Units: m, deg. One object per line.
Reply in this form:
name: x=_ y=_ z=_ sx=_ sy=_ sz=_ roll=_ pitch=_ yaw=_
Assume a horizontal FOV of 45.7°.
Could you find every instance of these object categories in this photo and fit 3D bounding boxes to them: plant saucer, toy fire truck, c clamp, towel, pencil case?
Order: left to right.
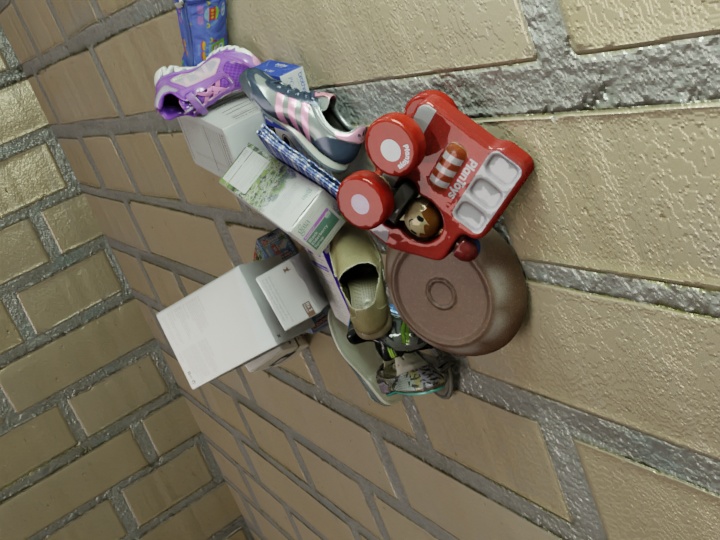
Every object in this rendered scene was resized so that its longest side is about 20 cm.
pencil case: x=-0.251 y=-0.388 z=1.348 sx=0.078 sy=0.087 sz=0.200 roll=34 pitch=151 yaw=15
towel: x=-0.055 y=-0.129 z=1.209 sx=0.200 sy=0.024 sz=0.145 roll=37 pitch=177 yaw=6
c clamp: x=0.085 y=0.104 z=1.308 sx=0.200 sy=0.027 sz=0.171 roll=54 pitch=156 yaw=15
toy fire truck: x=0.081 y=-0.092 z=0.960 sx=0.168 sy=0.112 sz=0.200 roll=39 pitch=131 yaw=10
plant saucer: x=0.107 y=0.023 z=1.058 sx=0.200 sy=0.037 sz=0.201 roll=16 pitch=120 yaw=30

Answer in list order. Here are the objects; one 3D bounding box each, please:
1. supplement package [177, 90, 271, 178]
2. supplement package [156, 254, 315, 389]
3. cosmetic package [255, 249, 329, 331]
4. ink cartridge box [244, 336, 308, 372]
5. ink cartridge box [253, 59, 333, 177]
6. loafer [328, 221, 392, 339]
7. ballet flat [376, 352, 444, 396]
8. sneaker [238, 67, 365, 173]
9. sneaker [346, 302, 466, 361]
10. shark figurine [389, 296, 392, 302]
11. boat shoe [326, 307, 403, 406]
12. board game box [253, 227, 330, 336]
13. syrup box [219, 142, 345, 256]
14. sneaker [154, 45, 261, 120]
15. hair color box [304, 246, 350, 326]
supplement package: x=-0.206 y=-0.225 z=1.412 sx=0.200 sy=0.109 sz=0.114 roll=30 pitch=144 yaw=50
supplement package: x=-0.220 y=0.090 z=1.523 sx=0.199 sy=0.151 sz=0.152 roll=-28 pitch=87 yaw=24
cosmetic package: x=-0.103 y=0.027 z=1.432 sx=0.102 sy=0.074 sz=0.200 roll=61 pitch=-169 yaw=-2
ink cartridge box: x=-0.196 y=0.117 z=1.716 sx=0.145 sy=0.084 sz=0.200 roll=57 pitch=-172 yaw=8
ink cartridge box: x=-0.101 y=-0.213 z=1.298 sx=0.094 sy=0.044 sz=0.201 roll=27 pitch=140 yaw=49
loafer: x=0.000 y=0.000 z=1.217 sx=0.068 sy=0.076 sz=0.201 roll=74 pitch=176 yaw=-57
ballet flat: x=0.067 y=0.156 z=1.304 sx=0.072 sy=0.072 sz=0.200 roll=60 pitch=162 yaw=-1
sneaker: x=-0.075 y=-0.227 z=1.174 sx=0.200 sy=0.070 sz=0.082 roll=40 pitch=122 yaw=2
sneaker: x=0.068 y=0.098 z=1.216 sx=0.199 sy=0.083 sz=0.071 roll=11 pitch=151 yaw=30
shark figurine: x=0.065 y=-0.003 z=1.151 sx=0.128 sy=0.089 sz=0.215 roll=38 pitch=148 yaw=35
boat shoe: x=-0.002 y=0.149 z=1.482 sx=0.200 sy=0.073 sz=0.062 roll=56 pitch=153 yaw=-2
board game box: x=-0.129 y=0.051 z=1.638 sx=0.200 sy=0.062 sz=0.200 roll=53 pitch=156 yaw=17
syrup box: x=-0.113 y=-0.107 z=1.256 sx=0.200 sy=0.079 sz=0.081 roll=35 pitch=177 yaw=41
sneaker: x=-0.246 y=-0.287 z=1.348 sx=0.199 sy=0.089 sz=0.081 roll=-11 pitch=137 yaw=24
hair color box: x=-0.035 y=-0.012 z=1.353 sx=0.201 sy=0.065 sz=0.109 roll=66 pitch=166 yaw=-18
